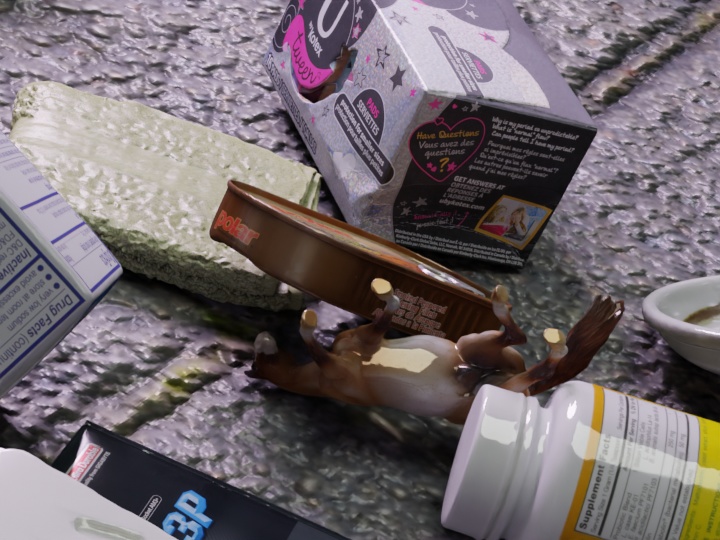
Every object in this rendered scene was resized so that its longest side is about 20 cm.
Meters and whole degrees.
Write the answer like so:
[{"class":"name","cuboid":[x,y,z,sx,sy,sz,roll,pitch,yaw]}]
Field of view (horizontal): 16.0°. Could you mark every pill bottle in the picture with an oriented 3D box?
[{"class":"pill bottle","cuboid":[0.147,0.125,1.333,0.199,0.110,0.109,17,32,-2]}]

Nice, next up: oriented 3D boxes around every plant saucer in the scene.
[{"class":"plant saucer","cuboid":[0.268,0.043,1.537,0.199,0.051,0.200,-1,11,0]}]

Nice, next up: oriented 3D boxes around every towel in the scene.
[{"class":"towel","cuboid":[-0.121,-0.044,1.520,0.199,0.037,0.149,18,33,-4]}]

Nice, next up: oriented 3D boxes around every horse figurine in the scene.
[{"class":"horse figurine","cuboid":[0.039,0.046,1.373,0.198,0.133,0.050,2,64,-4]}]

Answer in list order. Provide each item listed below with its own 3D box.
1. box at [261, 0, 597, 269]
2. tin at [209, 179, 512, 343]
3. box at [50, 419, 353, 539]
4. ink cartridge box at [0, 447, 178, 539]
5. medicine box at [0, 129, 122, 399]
[{"class":"box","cuboid":[0.039,-0.112,1.615,0.131,0.115,0.200,11,31,-29]},{"class":"tin","cuboid":[0.000,0.000,1.445,0.199,0.042,0.112,21,11,-42]},{"class":"box","cuboid":[-0.102,0.167,1.200,0.158,0.046,0.200,23,33,7]},{"class":"ink cartridge box","cuboid":[-0.125,0.193,1.003,0.147,0.201,0.086,27,32,14]},{"class":"medicine box","cuboid":[-0.221,-0.031,1.255,0.200,0.103,0.182,48,2,-4]}]
